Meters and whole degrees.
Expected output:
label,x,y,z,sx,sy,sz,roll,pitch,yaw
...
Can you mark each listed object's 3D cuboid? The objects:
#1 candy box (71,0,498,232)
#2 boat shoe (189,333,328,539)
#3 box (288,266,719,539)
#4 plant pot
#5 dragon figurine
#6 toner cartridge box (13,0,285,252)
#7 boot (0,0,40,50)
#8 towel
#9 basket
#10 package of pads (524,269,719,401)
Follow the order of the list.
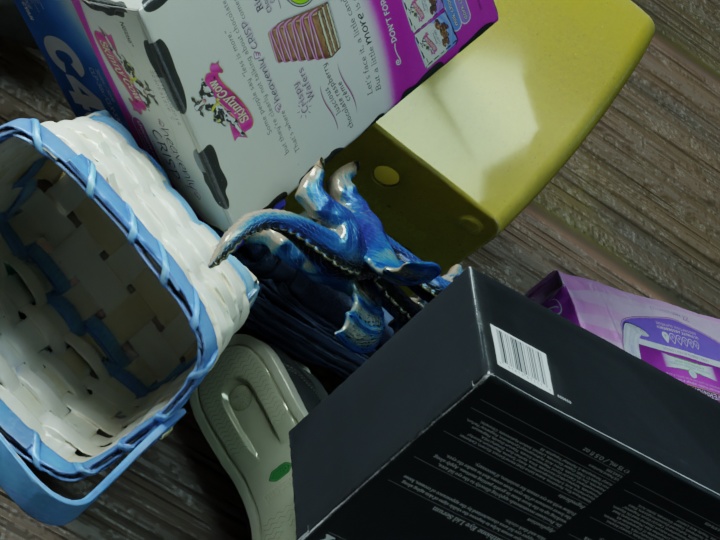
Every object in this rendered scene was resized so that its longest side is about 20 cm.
label,x,y,z,sx,sy,sz,roll,pitch,yaw
candy box,-0.034,-0.131,1.316,0.200,0.061,0.137,-41,126,-27
boat shoe,-0.022,0.126,1.331,0.068,0.072,0.200,32,32,-59
box,0.086,0.103,1.271,0.200,0.141,0.079,28,33,-29
plant pot,0.016,-0.094,1.498,0.200,0.200,0.177,37,47,-16
dragon figurine,0.000,0.000,1.299,0.099,0.059,0.200,46,13,11
toner cartridge box,-0.117,-0.106,1.353,0.043,0.095,0.200,-44,127,-26
boot,-0.221,-0.118,1.351,0.181,0.073,0.200,24,33,-12
towel,0.000,0.040,1.434,0.200,0.049,0.112,30,3,-27
basket,-0.148,0.020,1.229,0.176,0.139,0.200,50,25,5
package of pads,0.181,0.082,1.597,0.200,0.076,0.121,16,43,-38
